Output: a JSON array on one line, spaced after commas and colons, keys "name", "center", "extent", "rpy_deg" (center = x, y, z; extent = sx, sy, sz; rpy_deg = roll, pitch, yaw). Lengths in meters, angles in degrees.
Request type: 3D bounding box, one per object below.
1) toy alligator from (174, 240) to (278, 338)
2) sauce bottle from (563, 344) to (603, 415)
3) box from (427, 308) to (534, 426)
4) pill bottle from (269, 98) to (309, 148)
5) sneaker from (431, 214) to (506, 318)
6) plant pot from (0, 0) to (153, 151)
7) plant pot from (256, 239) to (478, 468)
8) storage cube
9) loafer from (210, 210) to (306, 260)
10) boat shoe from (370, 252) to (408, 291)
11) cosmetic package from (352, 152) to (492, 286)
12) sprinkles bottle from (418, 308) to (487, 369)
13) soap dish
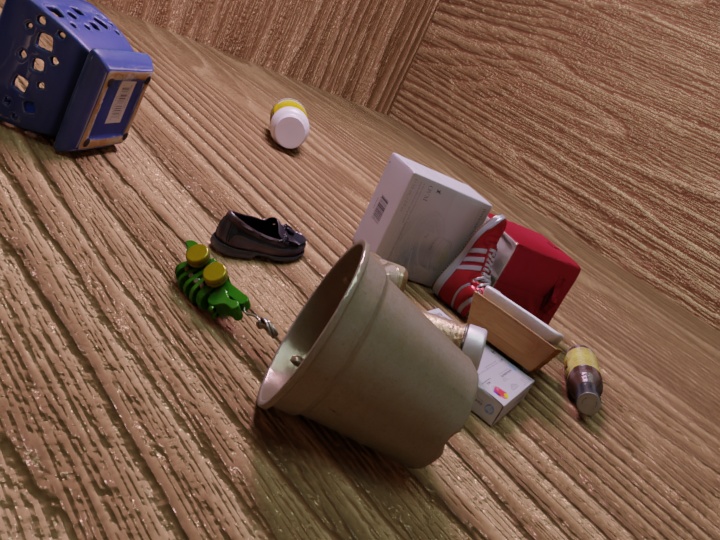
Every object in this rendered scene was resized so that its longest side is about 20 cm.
[{"name": "toy alligator", "center": [-0.178, 0.031, 0.758], "extent": [0.054, 0.060, 0.199], "rpy_deg": [-35, 57, -21]}, {"name": "sauce bottle", "center": [0.397, 0.193, 1.102], "extent": [0.064, 0.066, 0.200], "rpy_deg": [30, 18, 8]}, {"name": "box", "center": [0.156, 0.139, 0.950], "extent": [0.198, 0.042, 0.155], "rpy_deg": [36, 21, 24]}, {"name": "pill bottle", "center": [-0.200, -0.409, 1.734], "extent": [0.110, 0.114, 0.201], "rpy_deg": [21, 20, -17]}, {"name": "sneaker", "center": [0.237, -0.002, 1.187], "extent": [0.113, 0.201, 0.071], "rpy_deg": [45, 13, 27]}, {"name": "plant pot", "center": [-0.468, -0.315, 1.017], "extent": [0.178, 0.202, 0.200], "rpy_deg": [33, 18, 1]}, {"name": "plant pot", "center": [0.018, 0.105, 0.661], "extent": [0.182, 0.202, 0.201], "rpy_deg": [36, 17, -11]}, {"name": "storage cube", "center": [0.317, 0.004, 1.307], "extent": [0.176, 0.174, 0.201], "rpy_deg": [17, 22, -25]}, {"name": "loafer", "center": [-0.150, -0.058, 0.994], "extent": [0.072, 0.064, 0.198], "rpy_deg": [38, 22, 29]}, {"name": "boat shoe", "center": [0.000, 0.000, 0.959], "extent": [0.063, 0.073, 0.199], "rpy_deg": [20, -6, -26]}, {"name": "cosmetic package", "center": [0.121, -0.093, 1.240], "extent": [0.196, 0.203, 0.123], "rpy_deg": [16, 21, -28]}, {"name": "sprinkles bottle", "center": [0.076, 0.087, 0.867], "extent": [0.195, 0.070, 0.068], "rpy_deg": [17, 17, 12]}, {"name": "soap dish", "center": [0.267, 0.105, 1.068], "extent": [0.156, 0.082, 0.199], "rpy_deg": [36, 5, 22]}]
